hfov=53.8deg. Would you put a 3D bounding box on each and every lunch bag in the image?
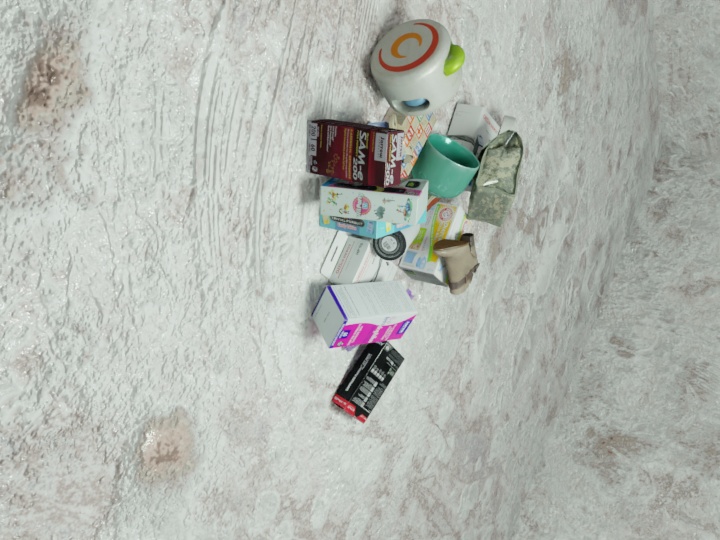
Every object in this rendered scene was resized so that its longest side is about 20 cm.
[{"bbox_3d":[0.349,-0.244,1.829,0.164,0.117,0.200,94,12,-64],"label":"lunch bag"}]

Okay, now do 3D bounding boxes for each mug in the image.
[{"bbox_3d":[0.209,-0.256,1.777,0.185,0.152,0.115,-31,156,-58],"label":"mug"}]

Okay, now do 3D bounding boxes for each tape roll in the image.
[{"bbox_3d":[0.405,-0.350,2.059,0.203,0.037,0.203,17,90,-84],"label":"tape roll"}]

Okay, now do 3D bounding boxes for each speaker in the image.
[{"bbox_3d":[0.087,-0.085,1.665,0.200,0.081,0.081,-49,145,-69],"label":"speaker"}]

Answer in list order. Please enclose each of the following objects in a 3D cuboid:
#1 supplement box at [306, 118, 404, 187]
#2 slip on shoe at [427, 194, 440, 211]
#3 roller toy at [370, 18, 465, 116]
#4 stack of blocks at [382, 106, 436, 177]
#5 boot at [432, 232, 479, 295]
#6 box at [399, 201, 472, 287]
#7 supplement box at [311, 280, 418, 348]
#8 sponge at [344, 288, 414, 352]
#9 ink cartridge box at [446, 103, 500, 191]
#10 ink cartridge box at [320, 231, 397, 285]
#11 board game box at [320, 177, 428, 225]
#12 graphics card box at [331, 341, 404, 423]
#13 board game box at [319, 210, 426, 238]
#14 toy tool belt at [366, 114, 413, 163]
[{"bbox_3d":[-0.013,-0.234,1.403,0.061,0.200,0.109,-21,119,-50],"label":"supplement box"},{"bbox_3d":[0.173,-0.194,1.834,0.200,0.074,0.061,-39,160,-46],"label":"slip on shoe"},{"bbox_3d":[0.124,-0.439,1.549,0.182,0.200,0.140,-35,142,4],"label":"roller toy"},{"bbox_3d":[0.098,-0.316,1.668,0.200,0.058,0.115,-63,145,-18],"label":"stack of blocks"},{"bbox_3d":[0.241,-0.009,1.794,0.200,0.070,0.147,-20,118,-48],"label":"boot"},{"bbox_3d":[0.201,-0.073,1.872,0.101,0.112,0.200,38,69,-54],"label":"box"},{"bbox_3d":[0.010,0.095,1.577,0.200,0.103,0.101,-5,140,-34],"label":"supplement box"},{"bbox_3d":[0.046,0.122,1.739,0.200,0.030,0.112,-33,168,-47],"label":"sponge"},{"bbox_3d":[0.294,-0.331,1.935,0.146,0.086,0.200,24,84,-57],"label":"ink cartridge box"},{"bbox_3d":[0.000,0.000,1.641,0.200,0.067,0.116,40,70,-55],"label":"ink cartridge box"},{"bbox_3d":[0.031,-0.152,1.468,0.148,0.200,0.064,-55,148,-67],"label":"board game box"},{"bbox_3d":[0.022,0.272,1.776,0.200,0.051,0.125,-56,143,-10],"label":"graphics card box"},{"bbox_3d":[0.031,-0.124,1.560,0.200,0.151,0.047,-21,119,-52],"label":"board game box"},{"bbox_3d":[0.038,-0.274,1.492,0.125,0.200,0.123,-6,88,-11],"label":"toy tool belt"}]
